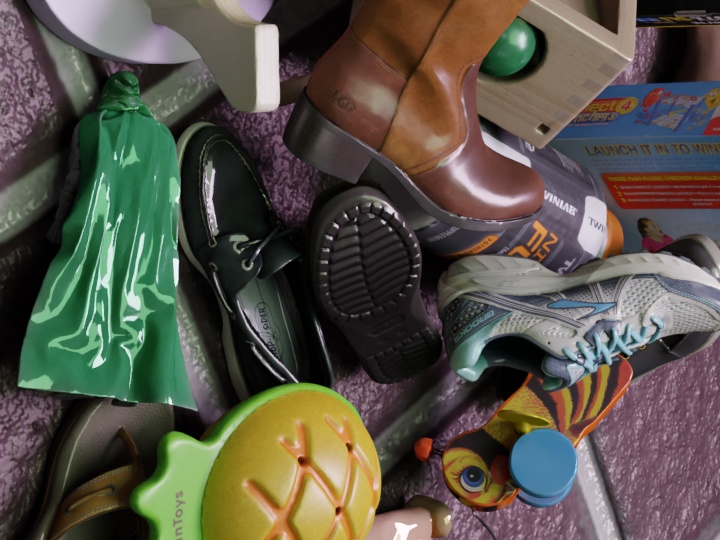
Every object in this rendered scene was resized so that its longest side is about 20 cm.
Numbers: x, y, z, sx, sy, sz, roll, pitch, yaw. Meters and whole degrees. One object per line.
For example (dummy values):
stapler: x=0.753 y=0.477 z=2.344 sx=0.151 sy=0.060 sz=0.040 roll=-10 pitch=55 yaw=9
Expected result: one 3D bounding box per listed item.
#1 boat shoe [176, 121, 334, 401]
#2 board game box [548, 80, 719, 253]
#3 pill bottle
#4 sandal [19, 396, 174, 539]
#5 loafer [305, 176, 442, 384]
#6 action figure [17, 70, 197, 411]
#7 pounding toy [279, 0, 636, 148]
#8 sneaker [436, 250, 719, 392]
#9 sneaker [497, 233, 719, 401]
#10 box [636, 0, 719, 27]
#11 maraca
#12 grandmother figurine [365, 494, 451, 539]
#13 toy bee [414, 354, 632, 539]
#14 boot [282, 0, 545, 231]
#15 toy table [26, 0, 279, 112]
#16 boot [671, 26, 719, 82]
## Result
boat shoe: x=-0.062 y=0.001 z=1.384 sx=0.074 sy=0.066 sz=0.200 roll=-27 pitch=112 yaw=-41
board game box: x=0.235 y=-0.048 z=1.595 sx=0.196 sy=0.199 sz=0.056 roll=55 pitch=53 yaw=-35
pill bottle: x=0.101 y=-0.045 z=1.522 sx=0.200 sy=0.106 sz=0.107 roll=26 pitch=75 yaw=-44
sandal: x=-0.162 y=0.153 z=1.302 sx=0.082 sy=0.054 sz=0.200 roll=51 pitch=59 yaw=-36
loafer: x=0.000 y=0.000 z=1.425 sx=0.073 sy=0.071 sz=0.200 roll=-22 pitch=145 yaw=-5
action figure: x=-0.146 y=-0.022 z=1.299 sx=0.118 sy=0.055 sz=0.201 roll=12 pitch=76 yaw=-36
pounding toy: x=0.065 y=-0.174 z=1.418 sx=0.184 sy=0.142 sz=0.201 roll=28 pitch=44 yaw=-20
sneaker: x=0.150 y=0.043 z=1.463 sx=0.078 sy=0.199 sz=0.087 roll=78 pitch=12 yaw=-53
sneaker: x=0.181 y=0.048 z=1.555 sx=0.106 sy=0.200 sz=0.075 roll=-20 pitch=72 yaw=-32
box: x=0.233 y=-0.280 z=1.600 sx=0.049 sy=0.159 sz=0.201 roll=5 pitch=89 yaw=-47
maraca: x=-0.064 y=0.141 z=1.343 sx=0.199 sy=0.107 sz=0.138 roll=-12 pitch=105 yaw=-45
grandmother figurine: x=-0.018 y=0.204 z=1.461 sx=0.199 sy=0.060 sz=0.122 roll=-3 pitch=69 yaw=-43
toy bee: x=0.097 y=0.124 z=1.496 sx=0.200 sy=0.108 sz=0.131 roll=-55 pitch=171 yaw=-31
boot: x=0.073 y=-0.132 z=1.326 sx=0.188 sy=0.069 sz=0.200 roll=22 pitch=116 yaw=-20
toy table: x=-0.093 y=-0.189 z=1.300 sx=0.200 sy=0.117 sz=0.185 roll=-22 pitch=109 yaw=-42
boot: x=0.253 y=-0.221 z=1.694 sx=0.186 sy=0.064 sz=0.201 roll=-50 pitch=131 yaw=-47
